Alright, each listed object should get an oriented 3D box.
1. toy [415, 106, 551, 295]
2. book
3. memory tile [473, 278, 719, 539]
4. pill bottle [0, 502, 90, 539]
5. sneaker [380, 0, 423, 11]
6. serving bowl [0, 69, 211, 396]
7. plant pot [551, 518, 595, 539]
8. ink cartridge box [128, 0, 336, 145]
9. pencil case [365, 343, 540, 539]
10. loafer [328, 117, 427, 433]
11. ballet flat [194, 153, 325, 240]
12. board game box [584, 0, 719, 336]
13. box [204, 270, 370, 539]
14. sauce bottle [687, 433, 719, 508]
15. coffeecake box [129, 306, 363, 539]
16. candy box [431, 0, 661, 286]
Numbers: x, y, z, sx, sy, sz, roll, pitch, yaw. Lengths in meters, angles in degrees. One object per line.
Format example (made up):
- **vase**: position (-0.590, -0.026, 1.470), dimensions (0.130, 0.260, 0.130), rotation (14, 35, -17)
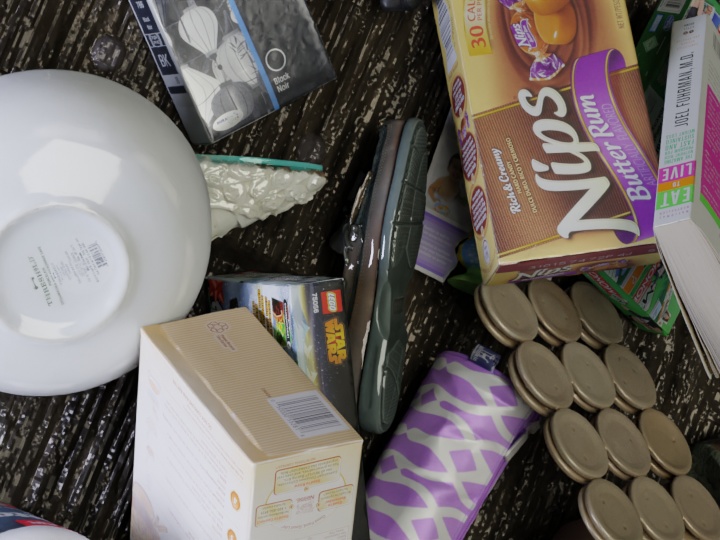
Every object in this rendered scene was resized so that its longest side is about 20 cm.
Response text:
- **toy**: position (0.111, -0.076, 1.535), dimensions (0.115, 0.047, 0.201), rotation (26, 81, -27)
- **book**: position (0.228, -0.050, 1.478), dimensions (0.134, 0.048, 0.201), rotation (59, 29, -34)
- **memory tile**: position (0.154, 0.092, 1.497), dimensions (0.153, 0.017, 0.201), rotation (2, 56, -51)
- **pill bottle**: position (-0.193, 0.198, 1.309), dimensions (0.119, 0.200, 0.120), rotation (-1, 92, -27)
- **sneaker**: position (-0.015, -0.221, 1.434), dimensions (0.200, 0.066, 0.091), rotation (28, 72, -41)
- **serving bowl**: position (-0.178, -0.011, 1.343), dimensions (0.199, 0.066, 0.201), rotation (-6, 114, -13)
- **plant pot**: position (0.160, 0.261, 1.507), dimensions (0.200, 0.200, 0.175), rotation (33, 61, -23)
- **ink cartridge box**: position (-0.097, -0.188, 1.434), dimensions (0.099, 0.039, 0.201), rotation (-30, 104, -22)
- **pencil case**: position (0.044, 0.149, 1.488), dimensions (0.085, 0.084, 0.201), rotation (27, 79, 16)
- **loafer**: position (0.000, 0.000, 1.474), dimensions (0.062, 0.072, 0.201), rotation (7, 87, 16)
- **ballet flat**: position (-0.122, -0.047, 1.414), dimensions (0.199, 0.072, 0.072), rotation (7, 89, -18)
- **board game box**: position (0.209, -0.075, 1.568), dimensions (0.135, 0.029, 0.201), rotation (41, 71, -43)
- **box**: position (-0.044, 0.103, 1.415), dimensions (0.040, 0.137, 0.201), rotation (-8, 96, -26)
- **sauce bottle**: position (0.323, 0.125, 1.638), dimensions (0.199, 0.065, 0.065), rotation (-16, 99, -25)
- **coffeecake box**: position (-0.072, 0.149, 1.354), dimensions (0.073, 0.154, 0.201), rotation (-10, 123, -27)
- **candy box**: position (0.120, -0.098, 1.479), dimensions (0.116, 0.056, 0.201), rotation (-7, 75, -10)
